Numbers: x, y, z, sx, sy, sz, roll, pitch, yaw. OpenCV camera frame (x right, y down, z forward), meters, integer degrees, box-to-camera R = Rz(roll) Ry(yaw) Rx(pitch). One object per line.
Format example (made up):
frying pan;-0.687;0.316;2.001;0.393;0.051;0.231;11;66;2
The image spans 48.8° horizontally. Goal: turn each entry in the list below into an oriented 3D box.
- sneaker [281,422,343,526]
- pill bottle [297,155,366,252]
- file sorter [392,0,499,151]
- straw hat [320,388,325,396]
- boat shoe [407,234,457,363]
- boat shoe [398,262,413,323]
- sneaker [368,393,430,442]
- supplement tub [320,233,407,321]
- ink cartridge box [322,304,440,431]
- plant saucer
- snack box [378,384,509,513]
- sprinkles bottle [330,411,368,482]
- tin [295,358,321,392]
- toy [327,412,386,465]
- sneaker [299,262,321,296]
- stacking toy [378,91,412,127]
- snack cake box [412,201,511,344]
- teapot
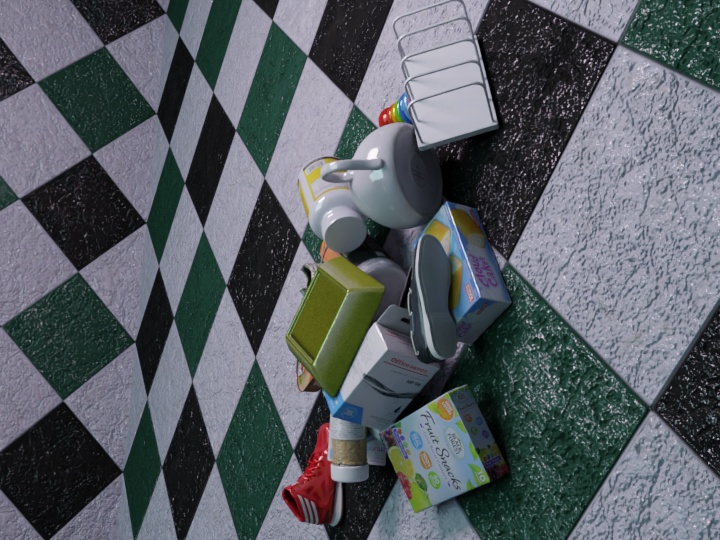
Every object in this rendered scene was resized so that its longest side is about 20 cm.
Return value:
sneaker;-0.093;0.399;1.571;0.078;0.115;0.202;-38;49;50
pill bottle;-0.050;-0.124;1.507;0.113;0.111;0.201;-62;30;29
file sorter;0.136;-0.332;1.325;0.138;0.125;0.202;-14;60;12
straw hat;-0.037;0.209;1.561;0.201;0.084;0.203;-27;58;55
boat shoe;0.102;0.045;1.241;0.060;0.075;0.202;-25;59;50
boat shoe;0.084;0.077;1.366;0.066;0.057;0.202;7;73;35
sneaker;0.075;0.202;1.385;0.140;0.077;0.202;-8;83;58
supplement tub;0.000;0.000;1.525;0.200;0.122;0.123;51;125;55
ink cartridge box;0.044;0.160;1.282;0.200;0.115;0.068;-53;35;24
plant saucer;-0.058;0.082;1.337;0.201;0.048;0.200;-64;29;5
snack box;0.124;0.282;1.240;0.200;0.053;0.143;-42;70;47
sprinkles bottle;-0.021;0.269;1.410;0.068;0.068;0.202;-5;85;60
tin;-0.082;0.161;1.512;0.200;0.041;0.113;124;151;-55
toy;-0.007;0.254;1.471;0.114;0.047;0.202;0;77;20
sneaker;-0.094;0.065;1.707;0.077;0.088;0.201;-46;43;44
stacking toy;0.090;-0.301;1.509;0.200;0.085;0.086;-11;71;64
snack cake box;0.161;0.003;1.293;0.115;0.067;0.201;-52;39;39
teapot;0.042;-0.159;1.402;0.145;0.201;0.198;-11;33;34
